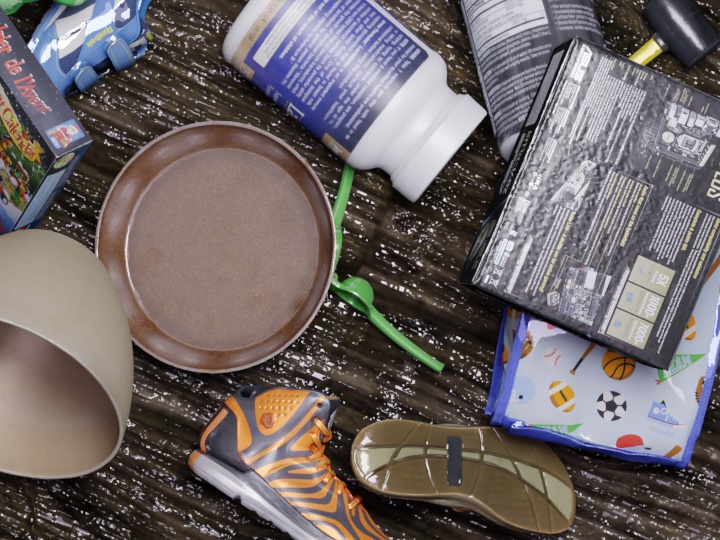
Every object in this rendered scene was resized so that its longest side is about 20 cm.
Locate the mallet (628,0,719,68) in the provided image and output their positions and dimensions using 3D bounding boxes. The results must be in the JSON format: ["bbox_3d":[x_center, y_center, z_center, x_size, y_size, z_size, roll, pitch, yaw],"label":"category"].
[{"bbox_3d":[0.211,-0.145,1.771,0.066,0.041,0.200,44,89,5],"label":"mallet"}]

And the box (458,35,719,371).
[{"bbox_3d":[0.188,-0.050,1.609,0.163,0.086,0.201,22,89,-4],"label":"box"}]

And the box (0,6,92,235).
[{"bbox_3d":[-0.299,-0.141,1.689,0.038,0.137,0.201,-28,78,-36],"label":"box"}]

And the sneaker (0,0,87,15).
[{"bbox_3d":[-0.275,-0.232,1.709,0.074,0.199,0.084,2,104,-45],"label":"sneaker"}]

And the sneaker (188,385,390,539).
[{"bbox_3d":[-0.030,0.160,1.714,0.199,0.078,0.113,32,86,1],"label":"sneaker"}]

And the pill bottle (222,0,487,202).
[{"bbox_3d":[-0.003,-0.154,1.721,0.200,0.116,0.116,40,85,2],"label":"pill bottle"}]

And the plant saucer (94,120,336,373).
[{"bbox_3d":[-0.114,-0.018,1.732,0.198,0.034,0.202,-1,85,10],"label":"plant saucer"}]

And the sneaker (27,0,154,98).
[{"bbox_3d":[-0.217,-0.185,1.738,0.082,0.074,0.201,31,87,-3],"label":"sneaker"}]

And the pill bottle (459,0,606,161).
[{"bbox_3d":[0.139,-0.195,1.726,0.105,0.106,0.202,-12,73,-3],"label":"pill bottle"}]

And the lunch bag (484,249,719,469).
[{"bbox_3d":[0.198,0.045,1.711,0.168,0.124,0.202,12,78,-3],"label":"lunch bag"}]

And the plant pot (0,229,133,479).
[{"bbox_3d":[-0.259,0.048,1.675,0.199,0.201,0.135,19,51,0],"label":"plant pot"}]

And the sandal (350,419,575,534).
[{"bbox_3d":[0.080,0.164,1.725,0.198,0.054,0.081,12,70,-18],"label":"sandal"}]

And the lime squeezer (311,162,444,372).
[{"bbox_3d":[0.000,0.000,1.755,0.070,0.038,0.201,-19,85,-35],"label":"lime squeezer"}]
